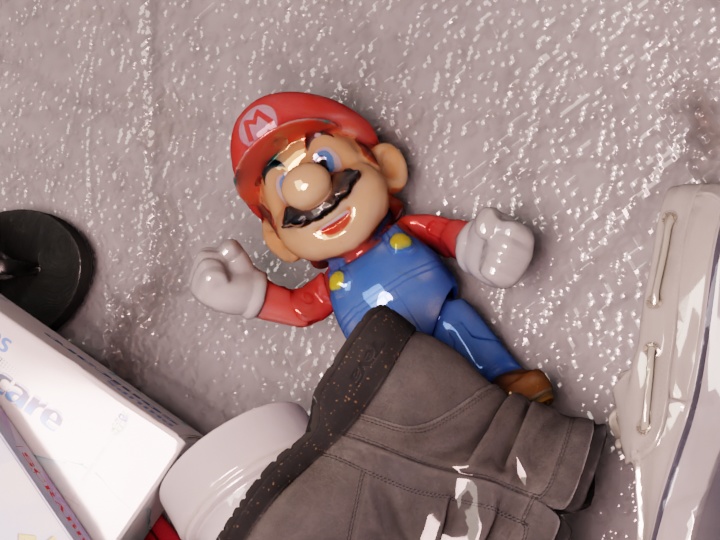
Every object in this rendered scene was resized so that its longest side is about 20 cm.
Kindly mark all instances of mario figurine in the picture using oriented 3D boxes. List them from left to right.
[{"bbox_3d":[0.000,0.000,0.992,0.200,0.123,0.106,56,148,16],"label":"mario figurine"}]

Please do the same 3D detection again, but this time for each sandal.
[{"bbox_3d":[-0.234,0.000,1.175,0.200,0.048,0.075,5,88,33],"label":"sandal"}]

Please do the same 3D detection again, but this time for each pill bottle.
[{"bbox_3d":[-0.008,0.163,0.987,0.111,0.111,0.200,-45,66,21],"label":"pill bottle"}]

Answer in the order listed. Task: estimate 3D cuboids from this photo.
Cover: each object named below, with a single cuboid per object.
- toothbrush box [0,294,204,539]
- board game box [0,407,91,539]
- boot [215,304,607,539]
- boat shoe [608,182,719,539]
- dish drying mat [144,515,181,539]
[{"bbox_3d":[-0.192,0.123,1.048,0.146,0.085,0.200,33,90,6],"label":"toothbrush box"},{"bbox_3d":[-0.223,0.157,0.984,0.200,0.041,0.200,-35,84,0],"label":"board game box"},{"bbox_3d":[0.014,0.122,0.909,0.132,0.070,0.200,31,78,7],"label":"boot"},{"bbox_3d":[0.140,0.059,0.929,0.066,0.072,0.200,8,90,36],"label":"boat shoe"},{"bbox_3d":[-0.086,0.197,1.087,0.200,0.018,0.077,46,110,26],"label":"dish drying mat"}]
